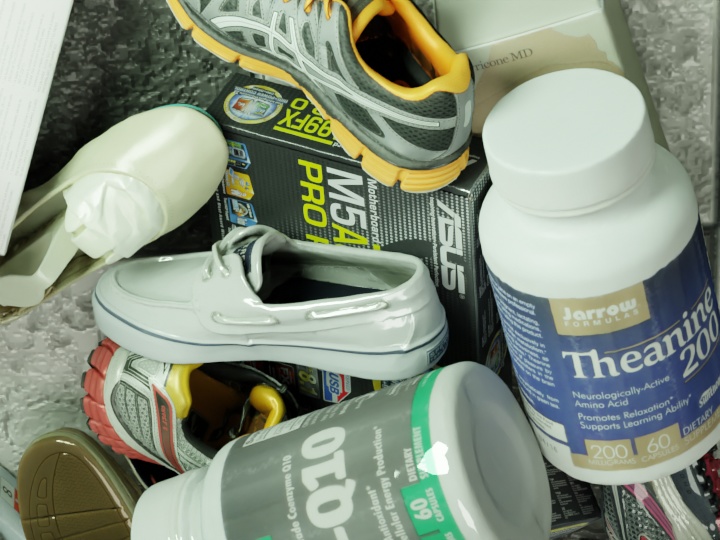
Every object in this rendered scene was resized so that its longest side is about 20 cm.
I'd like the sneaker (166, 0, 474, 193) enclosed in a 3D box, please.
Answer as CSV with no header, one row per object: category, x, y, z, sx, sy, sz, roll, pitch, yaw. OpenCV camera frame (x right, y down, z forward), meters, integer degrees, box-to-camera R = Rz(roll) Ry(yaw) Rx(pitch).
sneaker,-0.018,-0.127,1.449,0.200,0.078,0.077,37,148,8

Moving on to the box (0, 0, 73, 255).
box,-0.176,-0.107,1.493,0.041,0.039,0.201,13,112,-10

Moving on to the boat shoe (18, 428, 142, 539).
boat shoe,-0.139,0.167,1.721,0.072,0.065,0.201,-16,119,23

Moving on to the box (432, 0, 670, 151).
box,0.110,-0.070,1.536,0.094,0.078,0.201,-16,127,12

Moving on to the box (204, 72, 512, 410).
box,0.000,0.000,1.560,0.159,0.044,0.201,17,137,21

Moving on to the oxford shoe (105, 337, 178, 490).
oxford shoe,-0.093,0.124,1.685,0.070,0.075,0.200,-23,125,24

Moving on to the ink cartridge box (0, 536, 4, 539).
ink cartridge box,-0.243,0.206,1.648,0.084,0.145,0.200,-23,124,13

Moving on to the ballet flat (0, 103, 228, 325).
ballet flat,-0.145,-0.022,1.541,0.069,0.070,0.200,35,138,-26

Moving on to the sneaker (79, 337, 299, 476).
sneaker,-0.062,0.100,1.604,0.082,0.078,0.200,-4,152,43

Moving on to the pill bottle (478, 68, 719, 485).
pill bottle,0.121,0.002,1.471,0.110,0.111,0.201,-11,128,8

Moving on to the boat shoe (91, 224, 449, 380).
boat shoe,-0.050,0.007,1.520,0.199,0.074,0.066,3,131,18

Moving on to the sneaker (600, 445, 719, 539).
sneaker,0.186,0.162,1.698,0.074,0.081,0.201,-18,93,19

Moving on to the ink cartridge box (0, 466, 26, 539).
ink cartridge box,-0.313,0.129,1.704,0.162,0.050,0.200,-33,125,22

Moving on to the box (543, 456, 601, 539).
box,0.035,0.159,1.658,0.161,0.049,0.200,-25,170,20

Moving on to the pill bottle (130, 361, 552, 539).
pill bottle,-0.011,0.128,1.504,0.199,0.113,0.113,-21,127,25
